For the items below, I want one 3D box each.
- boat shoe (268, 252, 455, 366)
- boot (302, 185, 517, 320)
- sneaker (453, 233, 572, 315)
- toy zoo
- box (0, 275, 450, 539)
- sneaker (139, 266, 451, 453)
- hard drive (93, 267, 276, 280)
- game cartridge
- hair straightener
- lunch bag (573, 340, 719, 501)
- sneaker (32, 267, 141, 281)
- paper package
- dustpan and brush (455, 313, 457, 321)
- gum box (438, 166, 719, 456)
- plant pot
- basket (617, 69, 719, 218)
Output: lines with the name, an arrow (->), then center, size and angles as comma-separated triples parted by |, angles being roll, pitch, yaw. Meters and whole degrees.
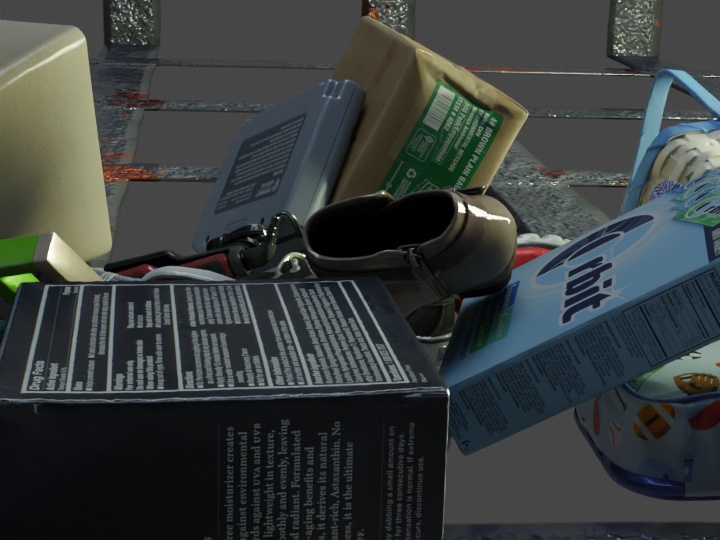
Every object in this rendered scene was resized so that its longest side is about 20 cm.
boat shoe -> -0.032, 0.021, 1.026 | 0.197, 0.065, 0.071 | 4, 14, 10
boot -> 0.000, 0.000, 0.899 | 0.198, 0.071, 0.146 | -20, -20, 16
sneaker -> 0.156, 0.034, 1.013 | 0.197, 0.078, 0.085 | 13, 25, -6
toy zoo -> -0.225, 0.034, 0.876 | 0.198, 0.131, 0.021 | -9, 54, 24
box -> -0.073, 0.084, 0.730 | 0.196, 0.125, 0.200 | 0, 14, -8
sneaker -> -0.043, 0.057, 0.880 | 0.199, 0.073, 0.085 | 29, 8, -9
hard drive -> -0.137, 0.027, 1.137 | 0.197, 0.027, 0.132 | 2, 15, -4
game cartridge -> -0.067, -0.065, 1.142 | 0.041, 0.135, 0.200 | 22, -13, -22
hair straightener -> -0.108, -0.011, 1.015 | 0.199, 0.041, 0.077 | -21, 13, 40
lunch bag -> 0.231, 0.078, 0.902 | 0.197, 0.077, 0.160 | 0, 12, -6
sneaker -> -0.153, 0.039, 0.966 | 0.198, 0.079, 0.086 | 13, 0, 27
paper package -> 0.017, -0.072, 1.150 | 0.103, 0.201, 0.191 | 26, 10, -19
dustpan and brush -> 0.090, 0.032, 1.118 | 0.138, 0.058, 0.200 | -8, 7, 9
gum box -> 0.146, 0.016, 0.885 | 0.198, 0.045, 0.170 | -27, 12, 19
plant pot -> -0.345, -0.085, 1.237 | 0.198, 0.202, 0.177 | 9, 27, 26
basket -> 0.262, -0.046, 1.171 | 0.137, 0.178, 0.200 | 1, 23, -17
